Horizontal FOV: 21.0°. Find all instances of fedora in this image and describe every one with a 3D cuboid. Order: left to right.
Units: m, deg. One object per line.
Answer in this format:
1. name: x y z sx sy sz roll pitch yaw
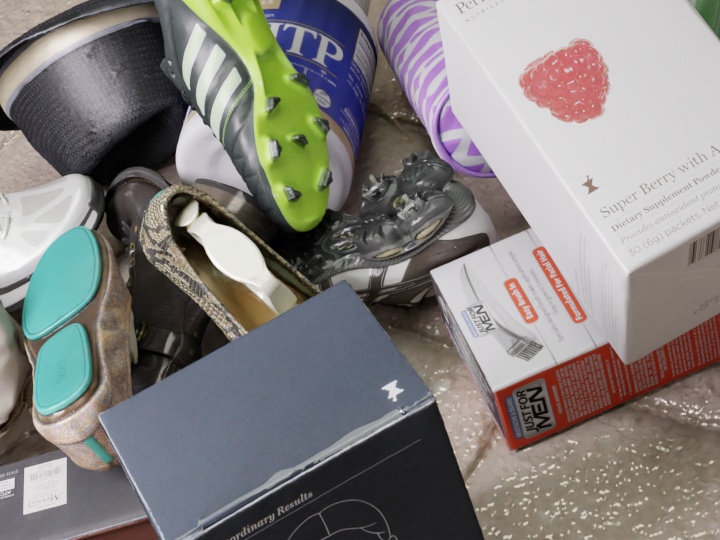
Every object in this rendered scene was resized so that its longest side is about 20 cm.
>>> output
1. fedora: -0.178 -0.116 1.362 0.200 0.201 0.092 -23 79 -3

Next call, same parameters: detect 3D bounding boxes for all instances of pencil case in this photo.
1. pencil case: 0.069 -0.134 1.302 0.085 0.084 0.200 -34 30 7

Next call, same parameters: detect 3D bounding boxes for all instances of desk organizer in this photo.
1. desk organizer: -0.124 0.143 1.128 0.199 0.077 0.072 -16 43 4

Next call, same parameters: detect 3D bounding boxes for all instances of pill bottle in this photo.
1. pill bottle: -0.051 -0.133 1.346 0.119 0.120 0.200 -4 45 16

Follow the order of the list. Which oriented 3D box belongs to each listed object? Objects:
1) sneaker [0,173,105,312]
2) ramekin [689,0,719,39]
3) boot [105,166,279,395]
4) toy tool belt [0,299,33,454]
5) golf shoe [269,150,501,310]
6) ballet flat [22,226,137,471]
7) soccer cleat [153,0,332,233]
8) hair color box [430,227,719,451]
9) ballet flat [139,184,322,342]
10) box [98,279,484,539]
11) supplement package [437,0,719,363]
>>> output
1. sneaker: -0.275 -0.024 1.292 0.200 0.115 0.076 -32 38 7
2. ramekin: 0.275 -0.190 1.257 0.199 0.098 0.200 1 35 -1
3. boot: -0.146 0.024 1.255 0.200 0.069 0.174 5 62 57
4. toy tool belt: -0.292 0.059 1.203 0.199 0.123 0.125 1 86 8
5. golf shoe: 0.000 0.000 1.235 0.200 0.094 0.078 -19 46 39
6. ballet flat: -0.162 0.050 1.147 0.068 0.067 0.200 -29 31 13
7. soccer cleat: -0.078 -0.114 1.215 0.067 0.201 0.081 -23 1 -45
8. hair color box: 0.155 0.015 1.165 0.199 0.064 0.111 -22 45 -4
9. ballet flat: -0.051 0.023 1.150 0.200 0.075 0.068 42 72 2
10. box: -0.024 0.133 1.012 0.148 0.200 0.107 -28 44 -9
11. supplement package: 0.145 -0.076 1.084 0.121 0.120 0.200 -29 63 -7
